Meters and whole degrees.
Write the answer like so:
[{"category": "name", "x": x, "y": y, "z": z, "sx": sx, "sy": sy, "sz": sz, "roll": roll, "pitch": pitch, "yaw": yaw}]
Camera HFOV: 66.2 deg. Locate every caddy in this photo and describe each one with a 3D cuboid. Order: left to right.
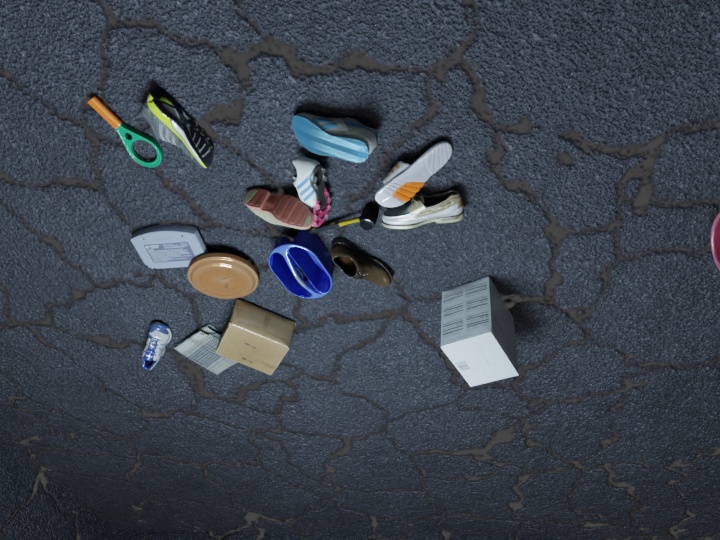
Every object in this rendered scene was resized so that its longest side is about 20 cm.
[{"category": "caddy", "x": -0.155, "y": -0.009, "z": 1.470, "sx": 0.140, "sy": 0.105, "sz": 0.201, "roll": -17, "pitch": 128, "yaw": 23}]

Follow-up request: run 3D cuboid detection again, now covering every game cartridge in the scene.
[{"category": "game cartridge", "x": -0.523, "y": -0.067, "z": 1.527, "sx": 0.198, "sy": 0.041, "sz": 0.134, "roll": -3, "pitch": 137, "yaw": 12}]

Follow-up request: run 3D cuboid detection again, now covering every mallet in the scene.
[{"category": "mallet", "x": -0.042, "y": -0.126, "z": 1.395, "sx": 0.199, "sy": 0.066, "sz": 0.041, "roll": -5, "pitch": 133, "yaw": 34}]

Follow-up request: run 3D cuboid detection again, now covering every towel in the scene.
[{"category": "towel", "x": -0.496, "y": 0.272, "z": 1.848, "sx": 0.199, "sy": 0.035, "sz": 0.192, "roll": -31, "pitch": 122, "yaw": 32}]

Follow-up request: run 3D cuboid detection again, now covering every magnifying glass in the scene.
[{"category": "magnifying glass", "x": -0.549, "y": -0.324, "z": 1.296, "sx": 0.079, "sy": 0.023, "sz": 0.200, "roll": -23, "pitch": 128, "yaw": 28}]

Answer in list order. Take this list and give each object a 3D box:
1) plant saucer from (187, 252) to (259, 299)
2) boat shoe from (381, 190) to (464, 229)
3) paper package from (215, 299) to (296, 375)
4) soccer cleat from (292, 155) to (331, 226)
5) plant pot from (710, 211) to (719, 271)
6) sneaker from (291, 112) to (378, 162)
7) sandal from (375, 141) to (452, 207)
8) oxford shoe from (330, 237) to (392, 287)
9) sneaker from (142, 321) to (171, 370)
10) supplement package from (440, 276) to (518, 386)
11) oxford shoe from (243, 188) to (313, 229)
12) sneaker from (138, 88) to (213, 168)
[{"category": "plant saucer", "x": -0.388, "y": 0.023, "z": 1.565, "sx": 0.198, "sy": 0.033, "sz": 0.201, "roll": -1, "pitch": 143, "yaw": -1}, {"category": "boat shoe", "x": 0.145, "y": -0.149, "z": 1.317, "sx": 0.198, "sy": 0.075, "sz": 0.069, "roll": -8, "pitch": 126, "yaw": 7}, {"category": "paper package", "x": -0.326, "y": 0.209, "z": 1.712, "sx": 0.199, "sy": 0.104, "sz": 0.191, "roll": 23, "pitch": 134, "yaw": -14}, {"category": "soccer cleat", "x": -0.120, "y": -0.193, "z": 1.328, "sx": 0.086, "sy": 0.070, "sz": 0.201, "roll": 31, "pitch": 148, "yaw": 21}, {"category": "plant pot", "x": 0.909, "y": -0.063, "z": 1.198, "sx": 0.177, "sy": 0.201, "sz": 0.201, "roll": -13, "pitch": 132, "yaw": 0}, {"category": "sneaker", "x": -0.058, "y": -0.297, "z": 1.205, "sx": 0.199, "sy": 0.081, "sz": 0.077, "roll": 23, "pitch": 138, "yaw": 15}, {"category": "sandal", "x": 0.117, "y": -0.225, "z": 1.259, "sx": 0.206, "sy": 0.059, "sz": 0.079, "roll": -39, "pitch": 137, "yaw": 13}, {"category": "oxford shoe", "x": 0.000, "y": 0.000, "z": 1.471, "sx": 0.199, "sy": 0.085, "sz": 0.073, "roll": 29, "pitch": 130, "yaw": -20}, {"category": "sneaker", "x": -0.676, "y": 0.254, "z": 1.823, "sx": 0.075, "sy": 0.089, "sz": 0.201, "roll": 19, "pitch": 132, "yaw": -7}, {"category": "supplement package", "x": 0.321, "y": 0.165, "z": 1.495, "sx": 0.146, "sy": 0.201, "sz": 0.192, "roll": -19, "pitch": 127, "yaw": 26}, {"category": "oxford shoe", "x": -0.191, "y": -0.143, "z": 1.355, "sx": 0.199, "sy": 0.071, "sz": 0.074, "roll": 26, "pitch": 162, "yaw": 24}, {"category": "sneaker", "x": -0.416, "y": -0.312, "z": 1.257, "sx": 0.080, "sy": 0.074, "sz": 0.200, "roll": -20, "pitch": 120, "yaw": 34}]
